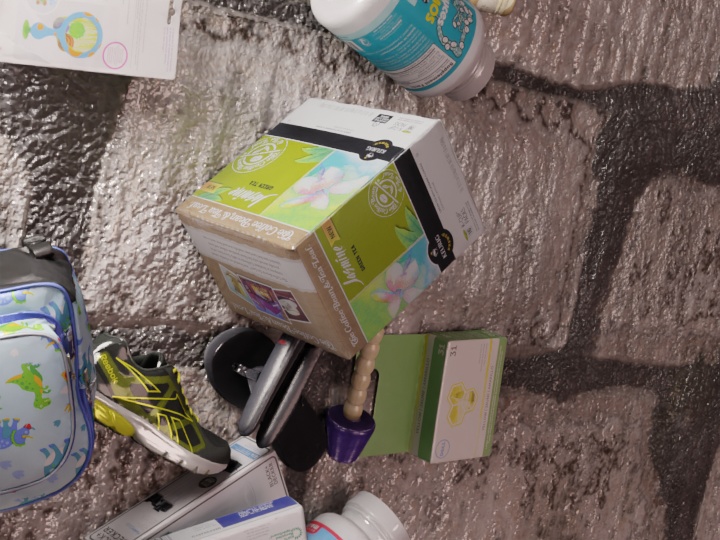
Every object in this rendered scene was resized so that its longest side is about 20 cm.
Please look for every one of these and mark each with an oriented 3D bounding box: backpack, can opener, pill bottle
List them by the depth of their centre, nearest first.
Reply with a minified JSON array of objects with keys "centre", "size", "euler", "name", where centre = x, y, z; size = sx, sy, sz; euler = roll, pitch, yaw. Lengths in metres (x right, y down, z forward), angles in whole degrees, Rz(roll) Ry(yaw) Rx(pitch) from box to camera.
[{"centre":[-0.302,0.100,0.992],"size":[0.180,0.147,0.203],"euler":[-10,120,-9],"name":"backpack"},{"centre":[-0.060,0.081,1.220],"size":[0.063,0.078,0.201],"euler":[43,74,-27],"name":"can opener"},{"centre":[0.051,-0.248,1.240],"size":[0.199,0.110,0.112],"euler":[30,82,-41],"name":"pill bottle"},{"centre":[-0.042,0.331,1.310],"size":[0.200,0.108,0.110],"euler":[-40,124,-26],"name":"pill bottle"}]

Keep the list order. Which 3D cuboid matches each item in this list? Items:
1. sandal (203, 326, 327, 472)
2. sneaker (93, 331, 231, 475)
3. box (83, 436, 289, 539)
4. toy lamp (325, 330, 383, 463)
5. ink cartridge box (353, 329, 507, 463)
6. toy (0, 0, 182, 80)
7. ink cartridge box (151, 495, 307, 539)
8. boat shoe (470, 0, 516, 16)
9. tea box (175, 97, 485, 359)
[{"centre":[-0.086,0.131,1.264],"size":[0.076,0.043,0.201],"euler":[-51,128,-18],"name":"sandal"},{"centre":[-0.187,0.127,1.158],"size":[0.199,0.074,0.085],"euler":[36,77,-40],"name":"sneaker"},{"centre":[-0.162,0.266,1.223],"size":[0.199,0.060,0.118],"euler":[-32,119,-30],"name":"box"},{"centre":[0.003,0.111,1.305],"size":[0.058,0.058,0.203],"euler":[-6,121,-38],"name":"toy lamp"},{"centre":[0.076,0.145,1.404],"size":[0.198,0.048,0.148],"euler":[0,102,-43],"name":"ink cartridge box"},{"centre":[-0.247,-0.230,1.036],"size":[0.198,0.047,0.117],"euler":[0,104,-37],"name":"toy"},{"centre":[-0.135,0.338,1.171],"size":[0.194,0.043,0.203],"euler":[-13,105,-27],"name":"ink cartridge box"},{"centre":[0.140,-0.376,1.309],"size":[0.068,0.074,0.204],"euler":[4,99,-10],"name":"boat shoe"},{"centre":[-0.029,-0.047,1.164],"size":[0.197,0.199,0.135],"euler":[-43,125,-24],"name":"tea box"}]
